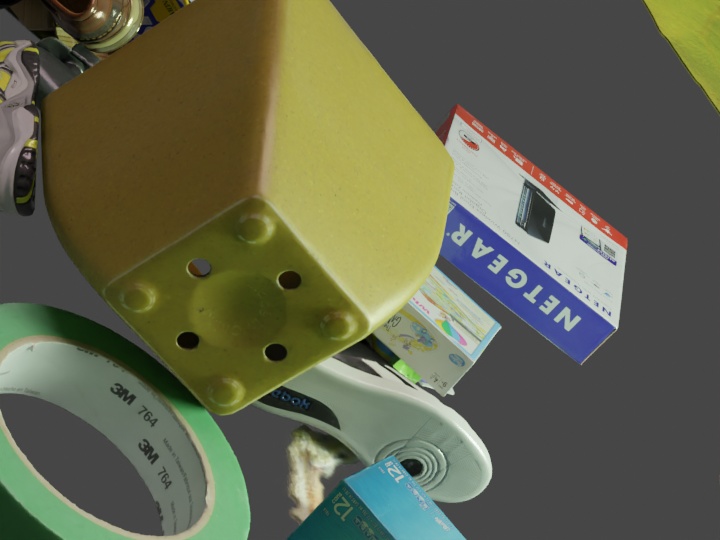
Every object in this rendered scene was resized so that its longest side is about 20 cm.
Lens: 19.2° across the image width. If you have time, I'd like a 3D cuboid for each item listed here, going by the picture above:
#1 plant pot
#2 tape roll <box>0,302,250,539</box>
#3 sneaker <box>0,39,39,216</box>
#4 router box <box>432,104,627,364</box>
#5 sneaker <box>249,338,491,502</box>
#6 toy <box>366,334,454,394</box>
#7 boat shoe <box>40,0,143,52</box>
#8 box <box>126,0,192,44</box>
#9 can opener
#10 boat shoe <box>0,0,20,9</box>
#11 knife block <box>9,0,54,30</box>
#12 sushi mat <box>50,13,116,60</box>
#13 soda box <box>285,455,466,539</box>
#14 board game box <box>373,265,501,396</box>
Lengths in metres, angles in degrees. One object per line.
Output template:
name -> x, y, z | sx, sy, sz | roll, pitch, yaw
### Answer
plant pot -> -0.070, -0.032, 1.270 | 0.196, 0.194, 0.200 | 50, 20, -27
tape roll -> -0.155, 0.107, 1.186 | 0.200, 0.048, 0.200 | 32, 27, -18
sneaker -> -0.244, -0.099, 1.354 | 0.076, 0.075, 0.200 | 2, 23, -10
router box -> 0.135, -0.033, 1.814 | 0.200, 0.049, 0.180 | 38, 26, -10
sneaker -> 0.005, 0.070, 1.438 | 0.200, 0.073, 0.112 | 31, 29, -19
toy -> 0.000, 0.000, 1.572 | 0.115, 0.047, 0.200 | 17, 36, -45
boat shoe -> -0.222, -0.245, 1.491 | 0.200, 0.072, 0.068 | 58, 9, 14
box -> -0.139, -0.194, 1.565 | 0.064, 0.070, 0.200 | -15, 88, -61
can opener -> -0.160, -0.088, 1.488 | 0.200, 0.053, 0.066 | 36, 41, -14
boat shoe -> -0.286, -0.195, 1.461 | 0.066, 0.070, 0.200 | 42, 18, 4
knife block -> -0.229, -0.299, 1.568 | 0.200, 0.176, 0.064 | 51, 27, 17
sushi mat -> -0.164, -0.174, 1.603 | 0.200, 0.012, 0.096 | 2, 79, -55
soda box -> 0.050, 0.212, 1.291 | 0.200, 0.064, 0.068 | 48, 26, 13
board game box -> 0.004, -0.004, 1.470 | 0.200, 0.034, 0.134 | 42, 14, 3
